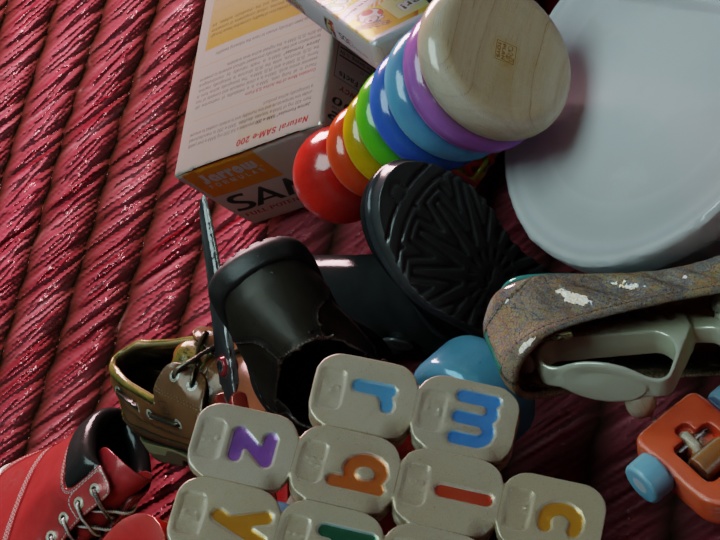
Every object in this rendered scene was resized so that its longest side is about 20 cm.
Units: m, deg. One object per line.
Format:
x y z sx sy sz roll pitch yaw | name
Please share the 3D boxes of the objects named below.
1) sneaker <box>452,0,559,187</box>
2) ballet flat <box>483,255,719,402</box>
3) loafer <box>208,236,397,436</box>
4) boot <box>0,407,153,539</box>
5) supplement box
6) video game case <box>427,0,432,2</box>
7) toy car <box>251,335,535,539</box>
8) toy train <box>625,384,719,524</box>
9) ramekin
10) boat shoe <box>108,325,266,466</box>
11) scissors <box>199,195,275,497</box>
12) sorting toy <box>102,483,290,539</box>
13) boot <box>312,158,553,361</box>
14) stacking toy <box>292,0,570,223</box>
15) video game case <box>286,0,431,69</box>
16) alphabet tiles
0.063 -0.095 1.535 0.090 0.078 0.200 8 73 47 | sneaker
0.158 0.032 1.295 0.200 0.068 0.067 -8 39 9 | ballet flat
-0.020 0.061 1.409 0.073 0.200 0.071 -31 55 5 | loafer
-0.180 0.182 1.633 0.144 0.072 0.200 -32 43 41 | boot
-0.032 -0.142 1.675 0.126 0.073 0.200 -16 55 41 | supplement box
0.121 -0.226 1.507 0.143 0.019 0.200 -18 29 35 | video game case
0.049 0.173 1.345 0.200 0.184 0.177 41 142 15 | toy car
0.139 0.151 1.275 0.200 0.056 0.150 -42 58 -19 | toy train
0.176 -0.078 1.380 0.202 0.094 0.203 -28 49 37 | ramekin
-0.087 0.071 1.568 0.072 0.068 0.200 -46 19 -29 | boat shoe
-0.065 0.063 1.450 0.073 0.014 0.200 13 105 61 | scissors
-0.079 0.206 1.512 0.199 0.070 0.200 -28 48 35 | sorting toy
0.001 0.001 1.478 0.200 0.165 0.066 3 58 50 | boot
0.025 -0.073 1.433 0.200 0.085 0.086 -36 41 54 | stacking toy
0.052 -0.193 1.565 0.200 0.023 0.182 -27 35 -16 | video game case
0.008 0.133 1.249 0.015 0.195 0.200 95 -172 -58 | alphabet tiles
